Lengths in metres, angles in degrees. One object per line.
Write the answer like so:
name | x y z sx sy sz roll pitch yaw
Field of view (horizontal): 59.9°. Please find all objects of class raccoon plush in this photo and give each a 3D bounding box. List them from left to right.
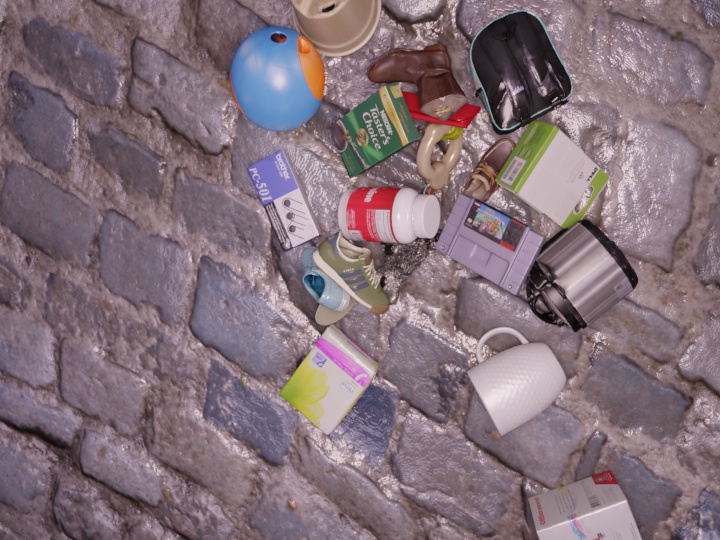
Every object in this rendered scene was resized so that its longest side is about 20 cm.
raccoon plush | 0.116 -0.002 1.342 0.194 0.097 0.138 -3 105 9

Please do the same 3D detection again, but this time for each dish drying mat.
dish drying mat | 0.137 -0.327 1.256 0.196 0.077 0.018 19 140 27

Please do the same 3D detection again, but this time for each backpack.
backpack | 0.301 -0.391 1.227 0.173 0.153 0.203 -26 98 11

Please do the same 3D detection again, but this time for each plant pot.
plant pot | -0.065 -0.552 1.249 0.195 0.183 0.206 1 97 9

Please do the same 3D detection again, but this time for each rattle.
rattle | 0.131 -0.236 1.323 0.141 0.130 0.204 26 132 22

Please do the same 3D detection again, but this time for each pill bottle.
pill bottle | 0.059 -0.114 1.290 0.196 0.111 0.116 5 99 31

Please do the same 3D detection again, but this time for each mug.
mug | 0.322 0.214 1.318 0.173 0.148 0.203 -29 62 3

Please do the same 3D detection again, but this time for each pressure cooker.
pressure cooker | 0.424 0.021 1.249 0.199 0.179 0.177 -41 93 11

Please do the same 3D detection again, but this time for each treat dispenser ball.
treat dispenser ball | -0.169 -0.389 1.276 0.195 0.201 0.207 1 97 8

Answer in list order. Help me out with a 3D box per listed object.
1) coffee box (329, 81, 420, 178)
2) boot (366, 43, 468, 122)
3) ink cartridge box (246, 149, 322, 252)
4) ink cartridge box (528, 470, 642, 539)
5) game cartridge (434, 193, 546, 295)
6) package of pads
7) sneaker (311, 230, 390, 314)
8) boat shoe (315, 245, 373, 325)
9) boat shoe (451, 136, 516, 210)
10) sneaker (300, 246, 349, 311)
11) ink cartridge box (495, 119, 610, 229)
coffee box | 0.025 -0.284 1.284 0.198 0.044 0.126 -19 94 49
boot | 0.109 -0.365 1.248 0.182 0.065 0.204 -15 52 9
ink cartridge box | -0.168 -0.153 1.386 0.092 0.044 0.204 -23 93 9
ink cartridge box | 0.477 0.548 1.323 0.196 0.145 0.148 -22 94 12
game cartridge | 0.255 -0.057 1.245 0.198 0.038 0.132 32 111 27
package of pads | -0.067 0.248 1.410 0.154 0.068 0.201 39 102 4
sneaker | 0.000 0.000 1.281 0.199 0.067 0.090 39 115 -10
boat shoe | -0.042 0.030 1.379 0.073 0.067 0.202 16 118 -26
boat shoe | 0.260 -0.187 1.301 0.072 0.072 0.201 38 101 2
sneaker | -0.093 0.004 1.326 0.075 0.081 0.200 -55 43 14
ink cartridge box | 0.397 -0.188 1.284 0.198 0.076 0.150 28 100 -31
